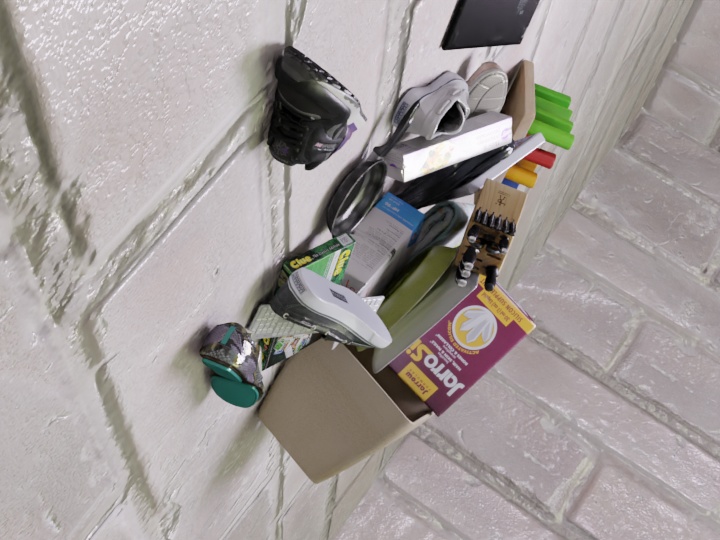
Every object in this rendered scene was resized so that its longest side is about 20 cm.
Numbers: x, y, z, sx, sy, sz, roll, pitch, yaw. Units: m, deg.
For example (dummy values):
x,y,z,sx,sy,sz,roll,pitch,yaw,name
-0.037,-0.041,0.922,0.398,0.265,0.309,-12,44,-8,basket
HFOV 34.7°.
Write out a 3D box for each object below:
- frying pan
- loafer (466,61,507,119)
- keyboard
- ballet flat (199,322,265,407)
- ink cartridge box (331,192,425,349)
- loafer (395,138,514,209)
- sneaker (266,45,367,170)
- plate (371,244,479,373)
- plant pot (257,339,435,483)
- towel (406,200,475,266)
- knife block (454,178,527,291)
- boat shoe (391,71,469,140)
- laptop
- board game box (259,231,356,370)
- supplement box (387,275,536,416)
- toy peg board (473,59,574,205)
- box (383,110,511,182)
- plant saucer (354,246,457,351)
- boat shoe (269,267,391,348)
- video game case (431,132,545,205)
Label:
x,y,z,sx,sy,sz,roll,pitch,yaw,name
0.005,-0.116,1.388,0.115,0.031,0.191,-40,158,-47,frying pan
0.151,-0.225,1.648,0.071,0.063,0.201,-3,140,-19,loafer
-0.055,0.058,1.437,0.199,0.011,0.056,-3,139,-42,keyboard
-0.138,0.104,1.318,0.072,0.072,0.200,-53,169,-16,ballet flat
0.000,0.000,1.573,0.200,0.068,0.116,-49,166,-37,ink cartridge box
0.120,-0.148,1.623,0.200,0.071,0.068,-32,-172,7,loafer
-0.048,-0.134,1.055,0.088,0.076,0.200,-51,168,1,sneaker
0.091,0.041,1.655,0.200,0.032,0.200,-42,-170,20,plate
-0.030,0.199,1.695,0.177,0.200,0.200,-44,169,10,plant pot
0.093,-0.036,1.758,0.200,0.048,0.171,-39,170,18,towel
0.167,-0.026,1.587,0.200,0.064,0.176,104,8,-66,knife block
0.105,-0.202,1.481,0.200,0.065,0.074,-37,157,-56,boat shoe
0.183,-0.391,1.445,0.199,0.116,0.188,-12,141,-31,laptop
-0.071,0.041,1.448,0.104,0.023,0.200,-25,151,-34,board game box
0.139,0.094,1.711,0.200,0.131,0.103,-45,-171,7,supplement box
0.269,-0.202,1.878,0.200,0.097,0.200,-78,-170,-56,toy peg board
0.116,-0.164,1.510,0.199,0.041,0.039,-23,124,-34,box
0.054,0.032,1.612,0.200,0.031,0.200,-46,-176,4,plant saucer
-0.035,0.055,1.398,0.057,0.069,0.200,-39,141,15,boat shoe
0.175,-0.147,1.718,0.143,0.018,0.200,-36,-171,-17,video game case
